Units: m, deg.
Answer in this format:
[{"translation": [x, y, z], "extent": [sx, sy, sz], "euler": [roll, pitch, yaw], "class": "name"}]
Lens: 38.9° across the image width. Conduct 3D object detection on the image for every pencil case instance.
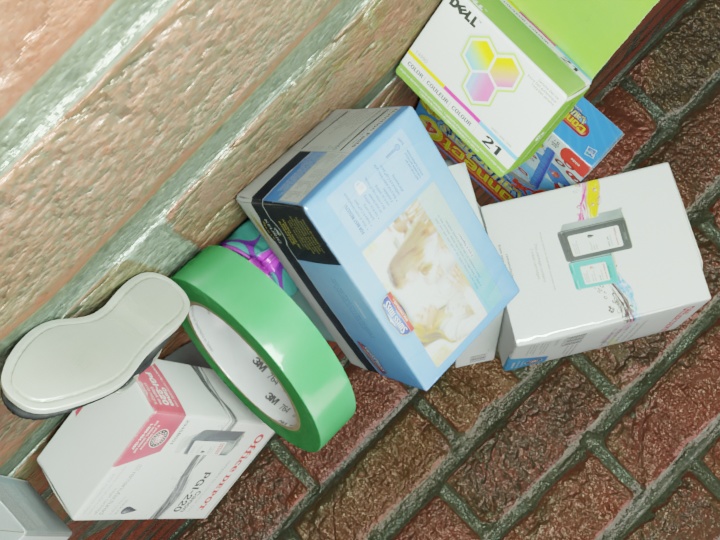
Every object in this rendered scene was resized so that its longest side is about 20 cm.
[{"translation": [-0.039, -0.055, 0.972], "extent": [0.200, 0.085, 0.092], "euler": [-44, -171, -19], "class": "pencil case"}]

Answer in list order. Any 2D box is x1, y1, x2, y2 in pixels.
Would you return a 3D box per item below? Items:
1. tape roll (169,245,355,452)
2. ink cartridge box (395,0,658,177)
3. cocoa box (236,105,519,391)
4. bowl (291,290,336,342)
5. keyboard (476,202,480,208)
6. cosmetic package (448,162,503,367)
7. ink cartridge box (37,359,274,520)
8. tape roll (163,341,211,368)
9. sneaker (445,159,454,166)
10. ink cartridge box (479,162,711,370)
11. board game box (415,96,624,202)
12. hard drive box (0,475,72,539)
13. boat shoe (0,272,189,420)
[{"translation": [-0.090, 0.071, 0.909], "extent": [0.048, 0.200, 0.201], "euler": [-42, 173, -22], "class": "tape roll"}, {"translation": [0.147, -0.212, 0.918], "extent": [0.076, 0.148, 0.201], "euler": [-34, 166, -51], "class": "ink cartridge box"}, {"translation": [0.017, -0.022, 0.875], "extent": [0.133, 0.201, 0.131], "euler": [-43, -155, -20], "class": "cocoa box"}, {"translation": [0.000, 0.000, 1.108], "extent": [0.200, 0.104, 0.203], "euler": [-32, 138, -33], "class": "bowl"}, {"translation": [0.089, -0.088, 1.189], "extent": [0.056, 0.200, 0.011], "euler": [-47, -155, -3], "class": "keyboard"}, {"translation": [0.106, 0.001, 1.081], "extent": [0.051, 0.153, 0.201], "euler": [-11, 158, 0], "class": "cosmetic package"}, {"translation": [-0.197, 0.173, 1.028], "extent": [0.146, 0.085, 0.199], "euler": [-51, 150, 13], "class": "ink cartridge box"}, {"translation": [-0.236, 0.174, 1.198], "extent": [0.200, 0.066, 0.200], "euler": [-45, 174, -6], "class": "tape roll"}, {"translation": [0.080, -0.035, 1.254], "extent": [0.201, 0.115, 0.075], "euler": [-51, 171, 31], "class": "sneaker"}, {"translation": [0.231, 0.000, 1.058], "extent": [0.196, 0.148, 0.147], "euler": [-13, 165, -1], "class": "ink cartridge box"}, {"translation": [0.158, -0.154, 1.093], "extent": [0.056, 0.200, 0.196], "euler": [-45, 173, -18], "class": "board game box"}, {"translation": [-0.364, 0.270, 0.934], "extent": [0.156, 0.077, 0.200], "euler": [-44, 172, -14], "class": "hard drive box"}, {"translation": [-0.201, 0.065, 0.770], "extent": [0.061, 0.073, 0.200], "euler": [-54, 178, 30], "class": "boat shoe"}]
